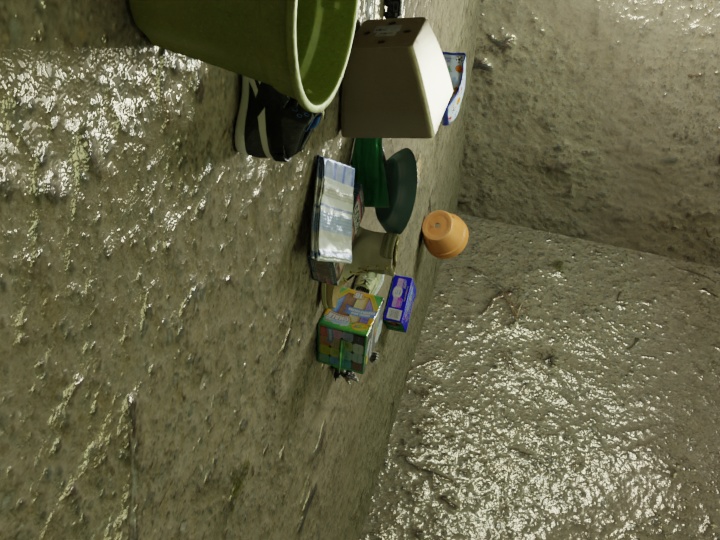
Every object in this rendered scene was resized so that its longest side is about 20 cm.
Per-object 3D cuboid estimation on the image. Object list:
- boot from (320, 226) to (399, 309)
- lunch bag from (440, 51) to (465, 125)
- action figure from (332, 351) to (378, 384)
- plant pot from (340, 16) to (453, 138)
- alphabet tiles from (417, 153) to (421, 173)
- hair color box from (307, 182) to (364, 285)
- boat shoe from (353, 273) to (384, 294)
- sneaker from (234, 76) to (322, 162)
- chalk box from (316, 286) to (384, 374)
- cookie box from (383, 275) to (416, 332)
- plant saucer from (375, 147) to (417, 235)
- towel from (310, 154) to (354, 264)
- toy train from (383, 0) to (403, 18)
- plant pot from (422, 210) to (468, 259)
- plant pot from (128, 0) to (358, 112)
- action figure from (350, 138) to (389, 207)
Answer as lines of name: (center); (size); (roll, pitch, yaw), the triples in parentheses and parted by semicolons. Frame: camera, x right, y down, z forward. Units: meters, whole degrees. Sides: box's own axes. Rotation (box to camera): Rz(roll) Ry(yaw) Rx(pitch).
boot: (0.000, 0.000, 1.588); (0.072, 0.153, 0.202); (31, 71, -78)
lunch bag: (0.295, -0.619, 2.444); (0.170, 0.122, 0.203); (47, 48, -77)
action figure: (-0.018, 0.238, 1.868); (0.119, 0.101, 0.200); (-53, 167, -22)
plant pot: (0.065, -0.396, 1.439); (0.201, 0.197, 0.178); (-66, 153, -43)
alphabet tiles: (0.190, -0.307, 2.548); (0.167, 0.007, 0.202); (71, 33, -68)
hair color box: (-0.048, -0.081, 1.510); (0.100, 0.060, 0.202); (81, 24, -59)
boat shoe: (0.016, 0.046, 1.925); (0.062, 0.071, 0.202); (71, 36, -73)
sneaker: (-0.100, -0.247, 0.954); (0.073, 0.111, 0.202); (-50, 150, -68)
chalk box: (-0.031, 0.154, 1.691); (0.201, 0.122, 0.126); (-61, 161, -52)
cookie box: (0.147, 0.126, 2.624); (0.200, 0.074, 0.173); (62, 42, -72)
plant saucer: (0.073, -0.178, 1.611); (0.200, 0.036, 0.203); (-174, -90, -71)
towel: (-0.049, -0.114, 1.393); (0.146, 0.024, 0.203); (9, 84, -62)
toy train: (0.080, -0.645, 1.561); (0.034, 0.045, 0.202); (-65, 163, -46)
plant pot: (0.349, -0.166, 3.050); (0.140, 0.198, 0.202); (39, 63, -59)
plant pot: (-0.113, -0.270, 0.690); (0.200, 0.182, 0.203); (12, 90, -79)
action figure: (0.020, -0.243, 1.597); (0.055, 0.117, 0.203); (-12, 105, -62)
